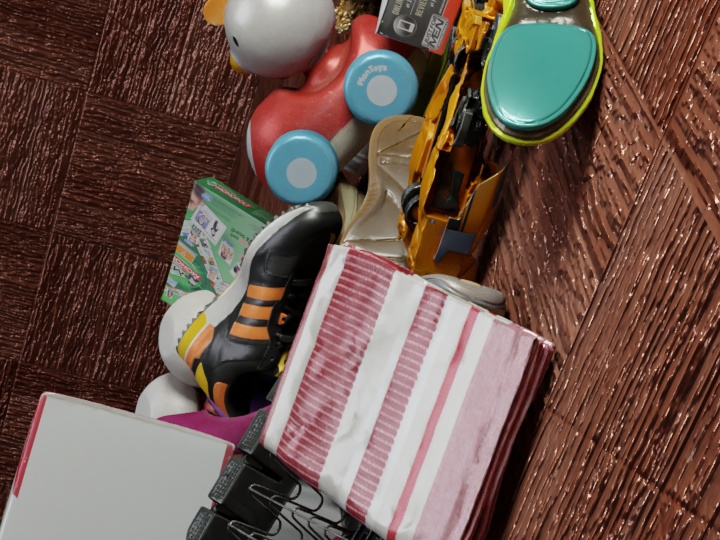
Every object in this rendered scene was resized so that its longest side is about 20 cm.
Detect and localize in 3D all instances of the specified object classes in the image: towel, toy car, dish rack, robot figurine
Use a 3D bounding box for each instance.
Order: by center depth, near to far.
[{"bbox_3d":[0.020,0.076,0.902,0.200,0.023,0.145,27,98,50],"label":"towel"},{"bbox_3d":[-0.017,0.148,0.963,0.200,0.055,0.154,18,75,49],"label":"dish rack"},{"bbox_3d":[0.073,-0.092,1.032,0.145,0.058,0.201,-101,27,-67],"label":"robot figurine"},{"bbox_3d":[-0.064,-0.179,1.316,0.177,0.200,0.184,-44,8,9],"label":"toy car"},{"bbox_3d":[0.051,-0.140,1.343,0.086,0.018,0.201,-87,16,-47],"label":"towel"},{"bbox_3d":[-0.090,0.117,1.347,0.150,0.174,0.201,55,132,53],"label":"toy car"}]

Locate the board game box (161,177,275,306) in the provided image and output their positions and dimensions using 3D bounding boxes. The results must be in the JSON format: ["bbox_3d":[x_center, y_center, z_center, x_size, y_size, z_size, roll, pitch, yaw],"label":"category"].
[{"bbox_3d":[-0.094,0.016,1.470,0.029,0.200,0.135,-20,-44,-53],"label":"board game box"}]

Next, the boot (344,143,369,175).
[{"bbox_3d":[-0.003,-0.162,1.567,0.096,0.073,0.200,-61,16,10],"label":"boot"}]

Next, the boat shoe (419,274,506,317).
[{"bbox_3d":[0.033,0.058,0.997,0.200,0.075,0.072,132,150,-72],"label":"boat shoe"}]

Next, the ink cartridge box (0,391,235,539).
[{"bbox_3d":[-0.190,0.191,1.141,0.200,0.144,0.146,136,148,-70],"label":"ink cartridge box"}]

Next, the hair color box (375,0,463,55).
[{"bbox_3d":[0.062,-0.271,1.292,0.200,0.061,0.102,-79,8,-56],"label":"hair color box"}]

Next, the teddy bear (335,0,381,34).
[{"bbox_3d":[0.025,-0.305,1.496,0.145,0.067,0.200,-38,-7,-9],"label":"teddy bear"}]

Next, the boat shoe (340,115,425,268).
[{"bbox_3d":[0.024,-0.022,1.167,0.072,0.072,0.201,92,-175,-53],"label":"boat shoe"}]

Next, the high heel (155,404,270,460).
[{"bbox_3d":[-0.068,0.104,1.198,0.067,0.199,0.097,35,-118,-71],"label":"high heel"}]

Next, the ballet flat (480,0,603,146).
[{"bbox_3d":[0.110,-0.132,0.914,0.067,0.066,0.201,84,-167,-51],"label":"ballet flat"}]

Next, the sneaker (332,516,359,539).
[{"bbox_3d":[-0.025,0.219,1.006,0.074,0.087,0.201,-132,60,-71],"label":"sneaker"}]

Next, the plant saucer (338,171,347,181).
[{"bbox_3d":[-0.045,-0.019,1.564,0.200,0.036,0.202,15,-90,-89],"label":"plant saucer"}]

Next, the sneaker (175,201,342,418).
[{"bbox_3d":[-0.063,0.035,1.212,0.200,0.070,0.090,-49,63,31],"label":"sneaker"}]

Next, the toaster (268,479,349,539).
[{"bbox_3d":[-0.074,0.259,1.163,0.181,0.118,0.201,-96,23,-62],"label":"toaster"}]

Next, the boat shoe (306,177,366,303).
[{"bbox_3d":[0.000,0.000,1.265,0.072,0.072,0.200,-59,17,29],"label":"boat shoe"}]
